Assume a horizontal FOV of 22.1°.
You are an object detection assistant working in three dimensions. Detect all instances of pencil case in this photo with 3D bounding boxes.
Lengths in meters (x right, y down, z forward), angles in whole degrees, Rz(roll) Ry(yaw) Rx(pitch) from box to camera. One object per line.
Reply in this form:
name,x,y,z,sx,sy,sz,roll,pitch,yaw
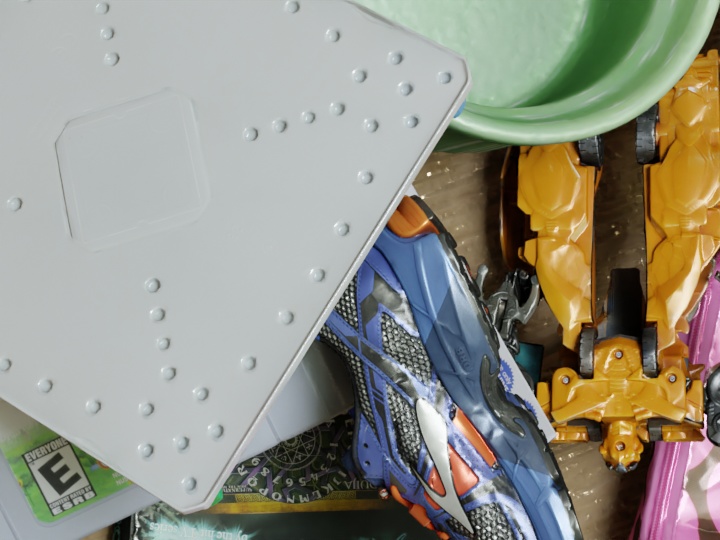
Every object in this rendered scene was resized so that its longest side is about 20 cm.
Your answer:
pencil case,0.178,0.078,0.922,0.094,0.090,0.202,23,74,-59

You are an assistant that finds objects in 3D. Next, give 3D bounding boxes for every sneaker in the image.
sneaker,0.035,0.073,0.737,0.078,0.075,0.201,-25,90,6

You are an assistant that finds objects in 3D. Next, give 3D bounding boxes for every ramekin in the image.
ramekin,0.053,-0.147,0.818,0.198,0.098,0.202,2,83,-21

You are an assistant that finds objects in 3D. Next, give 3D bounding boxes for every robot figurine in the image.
robot figurine,0.125,-0.003,0.873,0.144,0.058,0.202,-1,74,14

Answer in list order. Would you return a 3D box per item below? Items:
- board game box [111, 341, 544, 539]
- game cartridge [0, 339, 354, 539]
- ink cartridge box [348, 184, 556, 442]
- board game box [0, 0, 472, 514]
board game box,-0.012,0.086,0.861,0.199,0.028,0.136,12,82,-25
game cartridge,-0.113,0.036,0.769,0.199,0.040,0.134,-26,96,2
ink cartridge box,0.000,0.000,0.805,0.044,0.094,0.201,-35,100,-25
board game box,-0.086,-0.035,0.722,0.199,0.026,0.201,29,80,20
